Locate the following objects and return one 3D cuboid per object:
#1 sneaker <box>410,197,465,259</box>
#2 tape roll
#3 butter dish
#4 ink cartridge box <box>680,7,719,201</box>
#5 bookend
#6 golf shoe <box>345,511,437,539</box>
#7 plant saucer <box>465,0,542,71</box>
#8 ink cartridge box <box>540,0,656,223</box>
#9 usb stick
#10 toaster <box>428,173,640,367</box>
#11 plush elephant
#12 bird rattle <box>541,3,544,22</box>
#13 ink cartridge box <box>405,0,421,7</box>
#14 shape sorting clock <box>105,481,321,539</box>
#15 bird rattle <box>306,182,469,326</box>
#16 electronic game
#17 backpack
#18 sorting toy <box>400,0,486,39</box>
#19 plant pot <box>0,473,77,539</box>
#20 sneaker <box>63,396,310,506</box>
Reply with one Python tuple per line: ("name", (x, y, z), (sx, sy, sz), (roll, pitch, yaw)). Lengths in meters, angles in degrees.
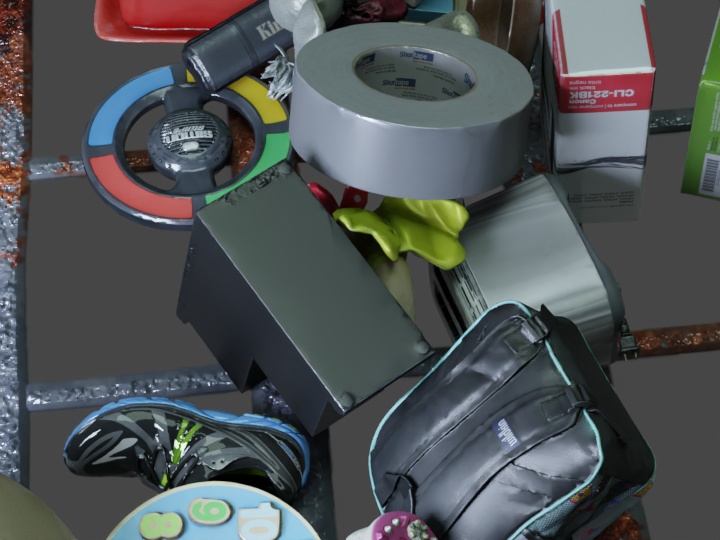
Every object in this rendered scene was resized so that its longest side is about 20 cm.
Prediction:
("sneaker", (0.050, -0.119, 1.658), (0.080, 0.115, 0.200), (-15, 53, -13))
("tape roll", (0.042, -0.135, 1.527), (0.199, 0.067, 0.201), (5, 30, -3))
("butter dish", (-0.158, -0.329, 1.801), (0.199, 0.148, 0.200), (2, 53, 1))
("ink cartridge box", (0.353, -0.181, 1.686), (0.075, 0.148, 0.201), (12, 52, 11))
("bookend", (-0.052, 0.049, 1.503), (0.092, 0.199, 0.200), (-32, 74, -22))
("golf shoe", (0.044, 0.278, 1.370), (0.075, 0.091, 0.201), (-19, 84, -46))
("plant saucer", (0.132, -0.232, 1.697), (0.036, 0.201, 0.201), (5, 52, -9))
("ink cartridge box", (0.206, -0.157, 1.636), (0.083, 0.201, 0.145), (-4, 52, 2))
("usb stick", (-0.081, -0.233, 1.749), (0.200, 0.033, 0.056), (-34, 90, -24))
("toaster", (0.137, 0.021, 1.555), (0.128, 0.114, 0.201), (-18, 55, -8))
("plush elephant", (-0.019, -0.243, 1.657), (0.199, 0.155, 0.165), (-30, 67, 1))
("bird rattle", (0.205, -0.323, 1.840), (0.199, 0.113, 0.163), (-32, 44, -10))
("ink cartridge box", (0.009, -0.362, 1.819), (0.200, 0.067, 0.116), (35, 55, 12))
("shape sorting clock", (-0.114, 0.256, 1.397), (0.199, 0.039, 0.201), (0, 67, 0))
("bird rattle", (0.000, 0.000, 1.543), (0.112, 0.200, 0.164), (-8, 90, -29))
("electronic game", (-0.157, -0.117, 1.704), (0.199, 0.042, 0.201), (0, 52, 0))
("backpack", (0.113, 0.145, 1.422), (0.200, 0.153, 0.176), (-41, 57, 16))
("sorting toy", (0.030, -0.303, 1.850), (0.199, 0.037, 0.186), (2, 53, 2))
("plant pot", (-0.277, 0.237, 1.360), (0.134, 0.200, 0.201), (11, 42, -38))
("sneaker", (-0.140, 0.154, 1.477), (0.198, 0.071, 0.083), (6, 46, 1))
